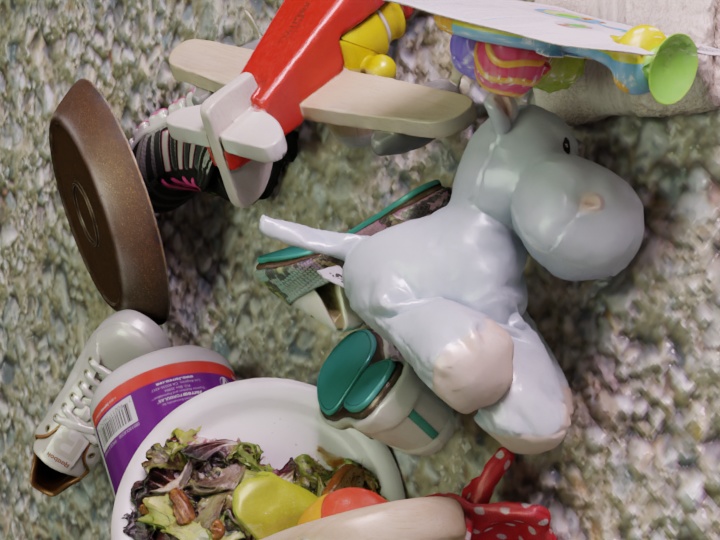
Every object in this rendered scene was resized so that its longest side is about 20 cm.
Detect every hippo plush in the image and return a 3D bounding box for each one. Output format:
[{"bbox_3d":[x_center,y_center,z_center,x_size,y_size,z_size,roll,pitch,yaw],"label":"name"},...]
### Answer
[{"bbox_3d":[0.084,-0.007,0.965,0.161,0.159,0.200,-50,52,3],"label":"hippo plush"}]

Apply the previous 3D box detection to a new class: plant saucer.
[{"bbox_3d":[-0.201,-0.048,1.305,0.201,0.034,0.201,53,153,41],"label":"plant saucer"}]

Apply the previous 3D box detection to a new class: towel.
[{"bbox_3d":[0.154,-0.184,0.942,0.132,0.034,0.202,0,88,52],"label":"towel"}]

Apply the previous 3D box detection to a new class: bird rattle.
[{"bbox_3d":[0.011,0.163,0.969,0.198,0.163,0.114,-11,81,24],"label":"bird rattle"}]

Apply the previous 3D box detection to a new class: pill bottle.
[{"bbox_3d":[-0.117,0.162,1.193,0.113,0.112,0.201,-47,53,38],"label":"pill bottle"}]

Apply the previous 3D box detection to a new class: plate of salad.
[{"bbox_3d":[-0.069,0.163,1.095,0.048,0.198,0.202,71,-179,-67],"label":"plate of salad"}]

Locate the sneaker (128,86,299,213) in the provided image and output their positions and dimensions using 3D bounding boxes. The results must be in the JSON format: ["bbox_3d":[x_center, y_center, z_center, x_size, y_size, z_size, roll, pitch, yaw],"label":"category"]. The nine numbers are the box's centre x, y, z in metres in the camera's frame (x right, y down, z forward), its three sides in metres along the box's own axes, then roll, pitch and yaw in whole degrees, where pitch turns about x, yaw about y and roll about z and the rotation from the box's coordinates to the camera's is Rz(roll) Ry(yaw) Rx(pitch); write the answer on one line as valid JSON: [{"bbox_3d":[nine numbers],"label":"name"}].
[{"bbox_3d":[-0.110,-0.080,1.231,0.199,0.073,0.088,-33,59,42],"label":"sneaker"}]

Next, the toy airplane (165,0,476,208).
[{"bbox_3d":[-0.027,-0.119,1.081,0.198,0.141,0.201,-26,48,13],"label":"toy airplane"}]

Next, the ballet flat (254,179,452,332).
[{"bbox_3d":[0.000,0.000,1.105,0.199,0.069,0.072,-21,91,48],"label":"ballet flat"}]

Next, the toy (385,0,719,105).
[{"bbox_3d":[0.095,-0.116,0.897,0.199,0.114,0.048,19,108,50],"label":"toy"}]

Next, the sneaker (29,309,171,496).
[{"bbox_3d":[-0.208,0.115,1.320,0.200,0.072,0.085,-56,3,43],"label":"sneaker"}]

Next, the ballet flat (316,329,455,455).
[{"bbox_3d":[0.016,0.083,1.053,0.200,0.069,0.070,-161,76,-80],"label":"ballet flat"}]
